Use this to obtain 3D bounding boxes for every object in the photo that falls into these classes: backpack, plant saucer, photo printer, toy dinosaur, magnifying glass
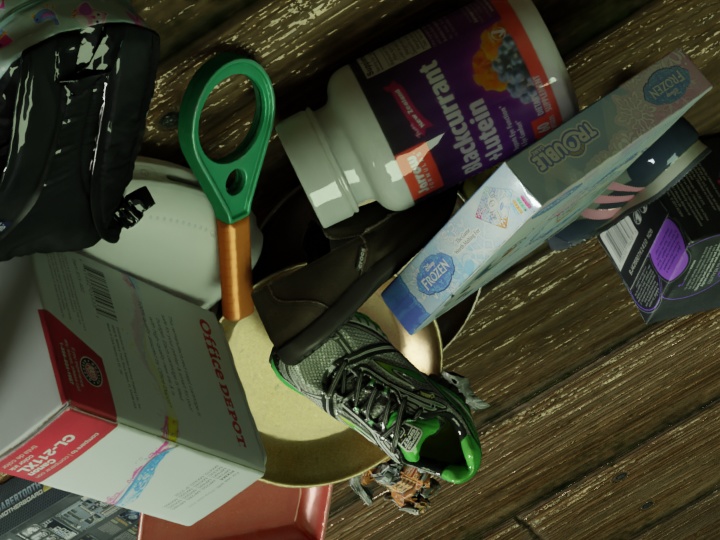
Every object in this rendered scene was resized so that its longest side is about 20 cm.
[{"bbox_3d":[-0.204,-0.101,1.078,0.166,0.127,0.201,-21,150,-39],"label":"backpack"},{"bbox_3d":[-0.035,0.075,1.382,0.199,0.035,0.201,-8,117,-15],"label":"plant saucer"},{"bbox_3d":[0.000,0.000,1.396,0.199,0.035,0.202,-7,116,-15],"label":"plant saucer"},{"bbox_3d":[-0.179,-0.001,1.299,0.200,0.070,0.166,-39,146,21],"label":"photo printer"},{"bbox_3d":[-0.109,0.166,1.555,0.199,0.037,0.201,-5,115,-35],"label":"plant saucer"},{"bbox_3d":[0.034,0.138,1.586,0.136,0.102,0.200,-44,151,-14],"label":"toy dinosaur"},{"bbox_3d":[-0.090,-0.056,1.243,0.079,0.022,0.201,-29,131,-40],"label":"magnifying glass"}]

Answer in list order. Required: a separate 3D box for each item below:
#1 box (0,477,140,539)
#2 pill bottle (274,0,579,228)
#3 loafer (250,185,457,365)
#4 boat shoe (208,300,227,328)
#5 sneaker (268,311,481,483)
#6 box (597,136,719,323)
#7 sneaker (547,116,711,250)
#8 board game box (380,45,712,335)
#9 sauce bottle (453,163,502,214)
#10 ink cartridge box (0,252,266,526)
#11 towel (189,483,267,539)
[{"bbox_3d":[-0.229,0.219,1.608,0.157,0.051,0.200,-31,148,8],"label":"box"},{"bbox_3d":[0.045,-0.111,1.255,0.199,0.112,0.112,-27,149,1],"label":"pill bottle"},{"bbox_3d":[-0.004,-0.019,1.292,0.200,0.071,0.073,-45,-176,-31],"label":"loafer"},{"bbox_3d":[-0.163,0.081,1.417,0.067,0.072,0.200,29,127,-27],"label":"boat shoe"},{"bbox_3d":[0.019,0.094,1.339,0.199,0.085,0.078,29,102,-27],"label":"sneaker"},{"bbox_3d":[0.330,-0.045,1.562,0.199,0.106,0.123,-10,145,-23],"label":"box"},{"bbox_3d":[0.205,-0.084,1.469,0.070,0.082,0.200,-41,-178,-38],"label":"sneaker"},{"bbox_3d":[0.131,-0.056,1.263,0.200,0.043,0.199,-34,172,-36],"label":"board game box"},{"bbox_3d":[0.103,-0.073,1.403,0.066,0.066,0.200,-13,149,-19],"label":"sauce bottle"},{"bbox_3d":[-0.172,0.079,1.216,0.083,0.146,0.200,-37,143,21],"label":"ink cartridge box"},{"bbox_3d":[-0.103,0.199,1.614,0.143,0.023,0.201,-4,113,-35],"label":"towel"}]
